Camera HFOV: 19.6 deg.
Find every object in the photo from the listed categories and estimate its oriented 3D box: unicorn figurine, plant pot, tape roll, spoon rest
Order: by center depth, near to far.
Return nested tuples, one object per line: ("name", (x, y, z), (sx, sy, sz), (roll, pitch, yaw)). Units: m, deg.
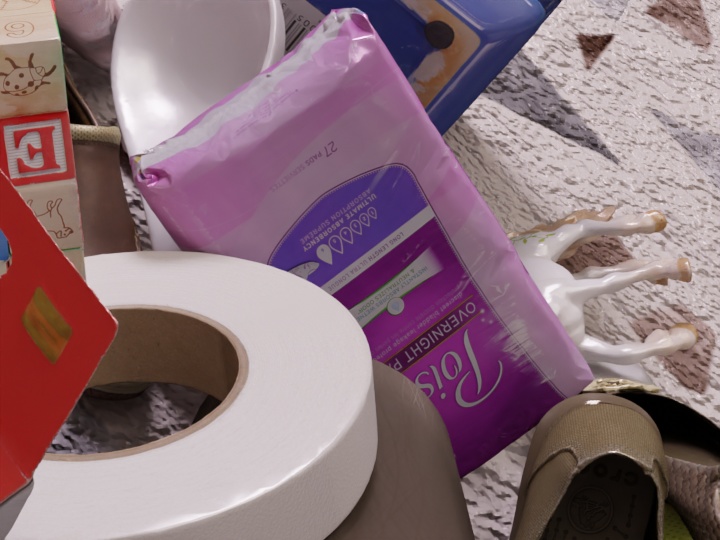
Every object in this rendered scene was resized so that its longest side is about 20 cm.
("tape roll", (-0.093, 0.055, 0.773), (0.201, 0.037, 0.203), (-3, 28, 2))
("spoon rest", (-0.071, -0.055, 0.960), (0.060, 0.099, 0.201), (11, 67, -57))
("unicorn figurine", (0.096, 0.012, 1.051), (0.136, 0.074, 0.200), (-7, 3, -1))
("plant pot", (0.004, -0.164, 1.100), (0.200, 0.200, 0.180), (38, 42, -7))

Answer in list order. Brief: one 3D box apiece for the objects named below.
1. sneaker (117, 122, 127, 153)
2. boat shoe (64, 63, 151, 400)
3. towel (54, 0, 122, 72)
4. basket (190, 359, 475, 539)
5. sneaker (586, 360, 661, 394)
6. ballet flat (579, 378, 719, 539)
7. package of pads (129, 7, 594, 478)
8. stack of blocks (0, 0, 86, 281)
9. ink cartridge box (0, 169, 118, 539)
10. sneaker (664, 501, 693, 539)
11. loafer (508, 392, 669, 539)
("sneaker", (-0.034, -0.040, 1.022), (0.200, 0.088, 0.074), (46, 36, 15))
("boat shoe", (-0.139, -0.036, 0.944), (0.074, 0.075, 0.203), (-3, 49, -40))
("towel", (-0.195, -0.172, 1.004), (0.191, 0.032, 0.200), (36, -2, 3))
("basket", (-0.020, 0.132, 0.791), (0.179, 0.137, 0.200), (2, 33, 3))
("sneaker", (0.113, 0.099, 0.977), (0.071, 0.073, 0.201), (-2, 36, 12))
("ballet flat", (0.138, 0.077, 0.885), (0.067, 0.047, 0.200), (-7, 17, -11))
("package of pads", (0.000, 0.000, 0.903), (0.201, 0.120, 0.076), (57, -5, -20))
("stack of blocks", (-0.207, -0.034, 0.787), (0.198, 0.116, 0.059), (-7, 28, -9))
("ink cartridge box", (-0.174, 0.035, 0.677), (0.050, 0.200, 0.161), (-15, 56, -46))
("sneaker", (0.183, 0.125, 0.898), (0.199, 0.090, 0.079), (-3, 71, -32))
("loafer", (0.079, 0.148, 0.817), (0.075, 0.202, 0.067), (5, -1, 4))
